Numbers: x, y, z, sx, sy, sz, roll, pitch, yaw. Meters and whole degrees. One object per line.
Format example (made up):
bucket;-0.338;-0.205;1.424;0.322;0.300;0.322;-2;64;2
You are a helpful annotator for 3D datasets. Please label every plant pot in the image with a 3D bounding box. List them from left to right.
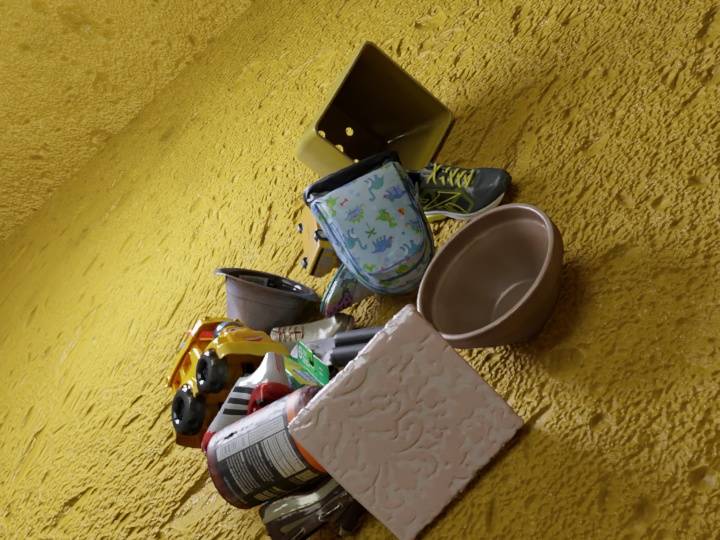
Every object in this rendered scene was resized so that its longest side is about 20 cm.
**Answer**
plant pot;0.003;-0.229;1.524;0.176;0.200;0.201;-17;40;61
plant pot;0.173;0.024;1.089;0.200;0.093;0.201;-33;32;24

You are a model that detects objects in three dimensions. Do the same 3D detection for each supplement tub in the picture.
supplement tub;-0.082;0.207;1.084;0.199;0.107;0.107;-29;35;21

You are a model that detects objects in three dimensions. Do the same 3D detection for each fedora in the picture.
fedora;-0.158;0.057;1.431;0.200;0.176;0.091;-121;46;-83

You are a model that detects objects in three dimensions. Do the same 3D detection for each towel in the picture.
towel;0.051;0.171;0.996;0.200;0.191;0.032;-46;1;4

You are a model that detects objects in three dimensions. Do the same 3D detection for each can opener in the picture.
can opener;-0.013;0.122;1.270;0.199;0.067;0.054;-11;44;28

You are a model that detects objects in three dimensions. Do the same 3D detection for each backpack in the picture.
backpack;0.026;-0.060;1.284;0.162;0.201;0.154;-23;-2;-5

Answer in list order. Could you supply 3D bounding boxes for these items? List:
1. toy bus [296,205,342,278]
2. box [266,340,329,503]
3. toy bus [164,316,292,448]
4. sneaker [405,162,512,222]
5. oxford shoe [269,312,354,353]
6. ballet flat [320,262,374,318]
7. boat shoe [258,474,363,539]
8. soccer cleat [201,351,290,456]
toy bus;-0.058;-0.064;1.495;0.200;0.078;0.065;-103;33;-55
box;-0.101;0.202;1.204;0.117;0.048;0.201;30;104;60
toy bus;-0.208;0.136;1.327;0.200;0.135;0.192;-58;41;30
sneaker;0.132;-0.121;1.318;0.199;0.085;0.075;-10;47;47
oxford shoe;-0.097;0.113;1.354;0.200;0.074;0.071;-33;31;23
ballet flat;0.000;0.000;1.361;0.200;0.071;0.069;-68;-5;-45
boat shoe;-0.022;0.285;1.083;0.202;0.075;0.075;-28;73;15
soccer cleat;-0.154;0.187;1.196;0.200;0.068;0.086;-49;32;38
